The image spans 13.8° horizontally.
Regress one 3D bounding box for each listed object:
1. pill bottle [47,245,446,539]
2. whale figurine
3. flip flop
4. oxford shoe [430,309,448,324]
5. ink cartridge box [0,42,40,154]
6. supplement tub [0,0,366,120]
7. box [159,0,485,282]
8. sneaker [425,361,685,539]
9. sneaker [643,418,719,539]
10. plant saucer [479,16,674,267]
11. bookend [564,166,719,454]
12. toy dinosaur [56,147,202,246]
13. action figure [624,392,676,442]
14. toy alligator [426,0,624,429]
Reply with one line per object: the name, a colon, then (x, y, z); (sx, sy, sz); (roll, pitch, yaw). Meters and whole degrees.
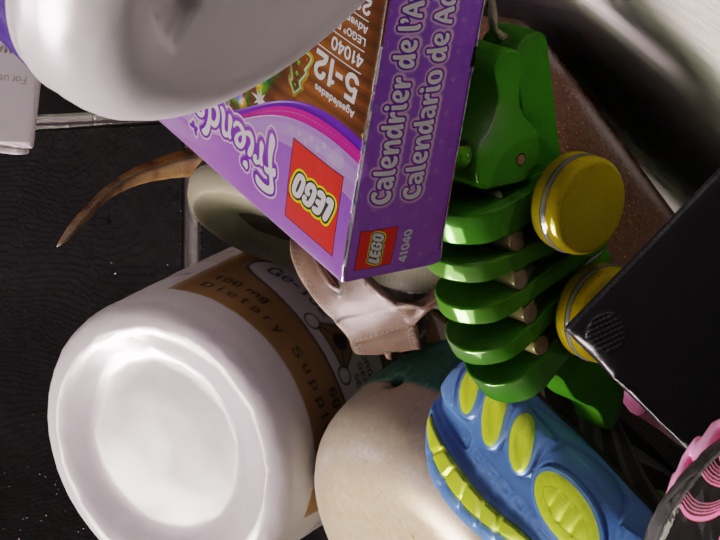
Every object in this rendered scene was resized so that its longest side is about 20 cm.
pill bottle: (-0.024, 0.040, 1.192); (0.114, 0.114, 0.200); (43, -147, 13)
whale figurine: (0.072, 0.110, 1.095); (0.200, 0.104, 0.159); (56, 153, -18)
flip flop: (0.000, 0.000, 1.062); (0.200, 0.058, 0.081); (14, 153, 47)
oxford shoe: (0.027, -0.028, 1.110); (0.200, 0.071, 0.073); (51, -175, -32)
ink cartridge box: (-0.166, -0.157, 1.143); (0.085, 0.201, 0.148); (6, -171, -19)
supplement tub: (-0.076, -0.145, 0.655); (0.200, 0.145, 0.145); (42, 177, 18)
box: (-0.035, -0.104, 0.899); (0.200, 0.039, 0.137); (41, 131, 44)
sneaker: (0.102, 0.096, 0.955); (0.083, 0.071, 0.200); (-6, -136, -40)
sneaker: (0.113, 0.071, 0.734); (0.079, 0.095, 0.200); (35, 136, 4)
plant saucer: (0.091, -0.014, 1.025); (0.200, 0.034, 0.200); (53, -176, -5)
bookend: (0.152, 0.055, 0.899); (0.200, 0.092, 0.199); (45, 177, -2)
toy dinosaur: (-0.028, -0.052, 1.218); (0.106, 0.199, 0.061); (-152, 54, -84)
action figure: (0.128, 0.063, 1.237); (0.148, 0.134, 0.200); (12, 149, -2)
toy alligator: (0.039, -0.027, 0.892); (0.059, 0.054, 0.201); (21, 136, 46)
